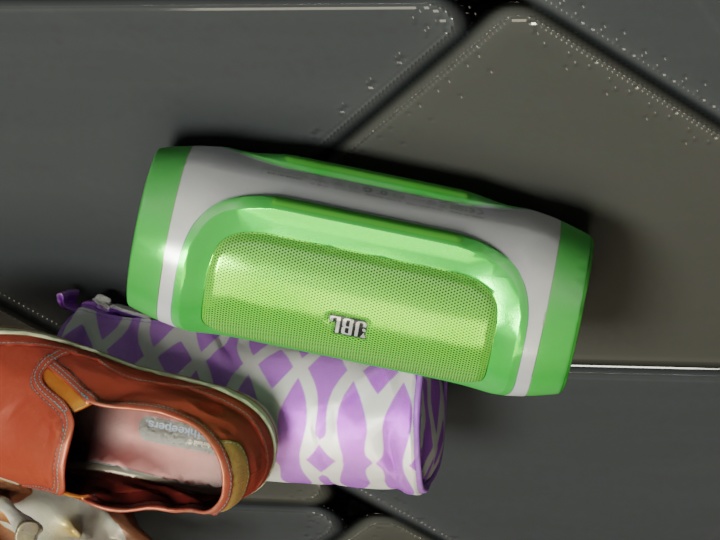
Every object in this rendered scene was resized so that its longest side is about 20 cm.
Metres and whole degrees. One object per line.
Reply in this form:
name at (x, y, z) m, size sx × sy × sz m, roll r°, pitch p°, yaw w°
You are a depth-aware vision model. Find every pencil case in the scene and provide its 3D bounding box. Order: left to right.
pencil case at (-0.055, 0.058, 1.398) m, size 0.199 × 0.086 × 0.084 m, roll 6°, pitch 178°, yaw 8°

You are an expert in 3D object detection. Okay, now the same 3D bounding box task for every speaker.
speaker at (0.000, 0.000, 1.303) m, size 0.199 × 0.089 × 0.089 m, roll 11°, pitch 142°, yaw 1°

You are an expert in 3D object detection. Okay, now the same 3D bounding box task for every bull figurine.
bull figurine at (-0.174, 0.110, 1.484) m, size 0.200 × 0.065 × 0.121 m, roll 39°, pitch 175°, yaw -40°

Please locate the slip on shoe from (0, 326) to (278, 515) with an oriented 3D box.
slip on shoe at (-0.139, 0.073, 1.341) m, size 0.199 × 0.061 × 0.074 m, roll 11°, pitch 110°, yaw 9°
